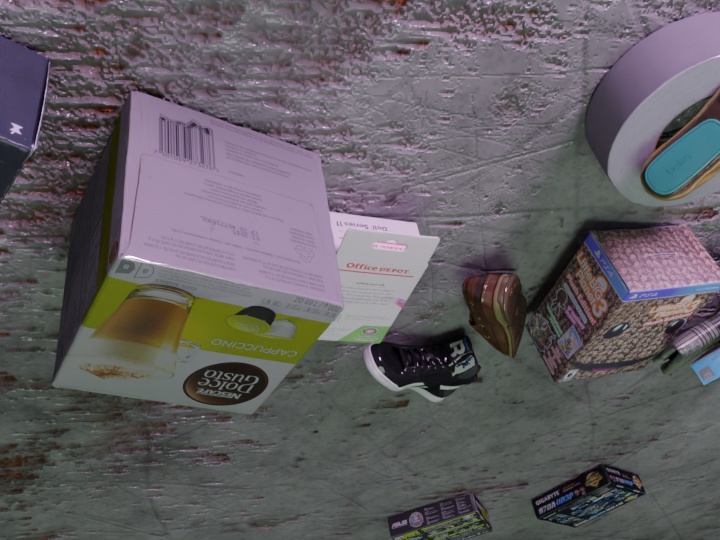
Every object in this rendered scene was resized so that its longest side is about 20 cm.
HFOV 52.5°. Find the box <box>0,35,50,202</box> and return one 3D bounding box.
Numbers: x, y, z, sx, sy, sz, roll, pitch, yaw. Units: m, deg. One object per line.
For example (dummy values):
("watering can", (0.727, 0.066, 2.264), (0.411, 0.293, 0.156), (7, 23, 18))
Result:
("box", (-0.383, -0.108, 0.567), (0.199, 0.124, 0.196), (23, 131, -36))

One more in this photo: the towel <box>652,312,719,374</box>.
("towel", (0.502, 0.073, 1.013), (0.192, 0.035, 0.200), (-34, 158, 4))

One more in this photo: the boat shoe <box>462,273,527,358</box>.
("boat shoe", (0.182, 0.057, 0.981), (0.067, 0.072, 0.200), (12, 158, 24))

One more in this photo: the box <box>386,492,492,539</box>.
("box", (0.176, 0.558, 1.600), (0.199, 0.044, 0.160), (-21, 140, 10))

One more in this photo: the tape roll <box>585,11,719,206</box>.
("tape roll", (0.339, -0.159, 0.752), (0.199, 0.066, 0.201), (-7, 140, -6))

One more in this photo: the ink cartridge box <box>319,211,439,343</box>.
("ink cartridge box", (0.000, 0.000, 0.849), (0.116, 0.068, 0.200), (6, 139, -21))

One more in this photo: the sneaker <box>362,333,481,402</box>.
("sneaker", (0.097, 0.120, 1.028), (0.112, 0.073, 0.200), (-36, 144, 22))

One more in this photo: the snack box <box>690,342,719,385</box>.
("snack box", (0.578, 0.110, 1.101), (0.116, 0.037, 0.200), (-42, 161, 32))

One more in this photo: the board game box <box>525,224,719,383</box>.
("board game box", (0.341, 0.046, 0.961), (0.159, 0.097, 0.200), (-5, 142, -22))

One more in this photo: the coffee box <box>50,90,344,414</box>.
("coffee box", (-0.157, -0.006, 0.692), (0.199, 0.201, 0.198), (15, 134, -30))

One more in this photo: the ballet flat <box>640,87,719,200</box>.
("ballet flat", (0.354, -0.141, 0.689), (0.200, 0.069, 0.063), (-40, 162, 33))

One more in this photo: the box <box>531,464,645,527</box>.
("box", (0.506, 0.505, 1.624), (0.158, 0.046, 0.200), (24, 129, -37))

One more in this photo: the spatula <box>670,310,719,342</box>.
("spatula", (0.539, 0.073, 1.125), (0.200, 0.021, 0.056), (-36, 138, 27))
